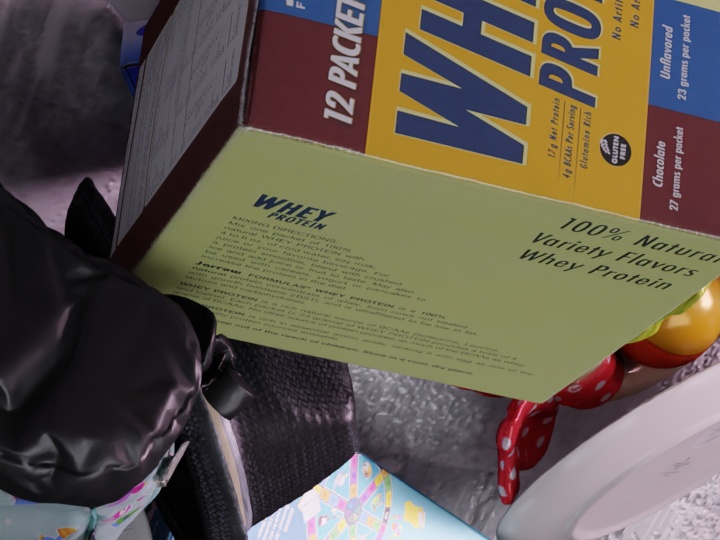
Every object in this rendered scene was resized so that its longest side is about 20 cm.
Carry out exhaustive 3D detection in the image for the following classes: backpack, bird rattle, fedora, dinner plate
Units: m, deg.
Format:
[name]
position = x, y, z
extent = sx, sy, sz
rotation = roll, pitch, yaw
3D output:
[backpack]
position = -0.148, 0.055, 0.965
extent = 0.127, 0.167, 0.200
rotation = -48, 174, -25
[bird rattle]
position = 0.140, 0.031, 1.256
extent = 0.162, 0.113, 0.201
rotation = -9, 135, -37
[fedora]
position = -0.059, 0.040, 1.092
extent = 0.091, 0.201, 0.201
rotation = -21, 132, -14
[dinner plate]
position = 0.162, 0.099, 1.304
extent = 0.200, 0.024, 0.200
rotation = -29, 161, -11

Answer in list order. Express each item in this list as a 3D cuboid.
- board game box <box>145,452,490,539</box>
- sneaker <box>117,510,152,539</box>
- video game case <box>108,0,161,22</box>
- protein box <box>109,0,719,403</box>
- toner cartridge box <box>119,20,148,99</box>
[board game box]
position = -0.024, 0.166, 1.225
extent = 0.200, 0.151, 0.047
rotation = 36, 145, -24
[sneaker]
position = -0.138, 0.094, 1.144
extent = 0.073, 0.112, 0.201
rotation = -15, 89, -1
[video game case]
position = -0.052, -0.173, 0.939
extent = 0.199, 0.024, 0.182
rotation = -8, 142, 28
[protein box]
position = 0.025, -0.057, 0.952
extent = 0.198, 0.136, 0.200
rotation = 12, 157, -15
[toner cartridge box]
position = 0.003, -0.091, 1.093
extent = 0.199, 0.043, 0.095
rotation = -12, 133, 11
